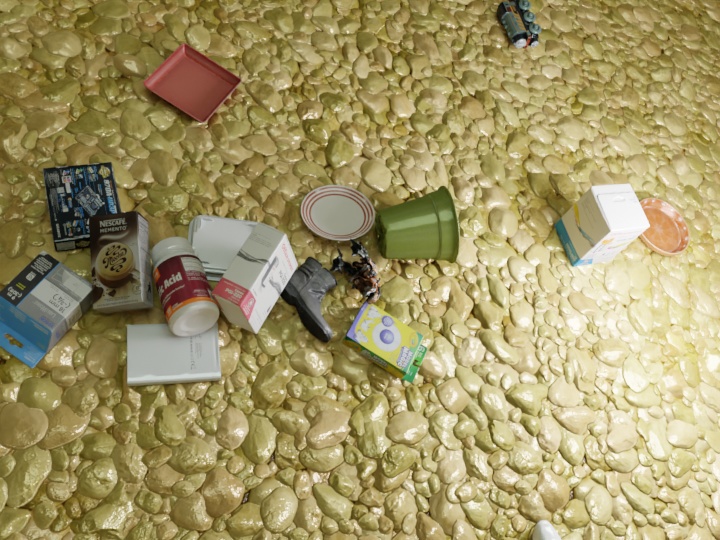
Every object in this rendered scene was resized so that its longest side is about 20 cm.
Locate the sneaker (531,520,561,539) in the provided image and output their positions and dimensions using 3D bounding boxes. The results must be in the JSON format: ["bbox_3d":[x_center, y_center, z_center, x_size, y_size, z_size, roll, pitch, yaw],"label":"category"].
[{"bbox_3d":[0.450,0.649,1.491,0.073,0.088,0.203,-16,67,-23],"label":"sneaker"}]

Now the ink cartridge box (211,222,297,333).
[{"bbox_3d":[-0.234,0.017,1.532,0.083,0.147,0.203,20,66,18],"label":"ink cartridge box"}]

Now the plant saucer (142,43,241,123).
[{"bbox_3d":[-0.455,-0.502,1.838,0.197,0.037,0.202,31,58,0],"label":"plant saucer"}]

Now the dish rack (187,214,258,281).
[{"bbox_3d":[-0.320,-0.057,1.639,0.195,0.044,0.175,6,62,-14],"label":"dish rack"}]

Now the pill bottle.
[{"bbox_3d":[-0.396,0.033,1.504,0.112,0.115,0.202,-14,59,-24],"label":"pill bottle"}]

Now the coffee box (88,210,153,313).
[{"bbox_3d":[-0.524,-0.017,1.480,0.110,0.080,0.205,-8,79,-1],"label":"coffee box"}]

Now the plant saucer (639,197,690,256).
[{"bbox_3d":[0.937,-0.134,2.115,0.195,0.032,0.205,8,60,-14],"label":"plant saucer"}]

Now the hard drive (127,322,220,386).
[{"bbox_3d":[-0.411,0.182,1.487,0.195,0.027,0.135,0,63,-19],"label":"hard drive"}]

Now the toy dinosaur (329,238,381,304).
[{"bbox_3d":[0.000,0.000,1.691,0.102,0.200,0.135,-47,120,5],"label":"toy dinosaur"}]

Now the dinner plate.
[{"bbox_3d":[-0.060,-0.148,1.768,0.195,0.025,0.203,5,48,-5],"label":"dinner plate"}]

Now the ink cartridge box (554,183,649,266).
[{"bbox_3d":[0.684,-0.129,1.925,0.144,0.201,0.148,-7,64,-21],"label":"ink cartridge box"}]

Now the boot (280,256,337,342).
[{"bbox_3d":[-0.100,0.063,1.631,0.131,0.070,0.201,-33,78,-29],"label":"boot"}]

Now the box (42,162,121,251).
[{"bbox_3d":[-0.645,-0.153,1.577,0.156,0.046,0.204,-10,66,-24],"label":"box"}]

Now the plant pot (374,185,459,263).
[{"bbox_3d":[0.138,-0.106,1.753,0.185,0.201,0.204,-9,64,-8],"label":"plant pot"}]

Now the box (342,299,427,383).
[{"bbox_3d":[0.066,0.175,1.642,0.198,0.049,0.118,32,57,-2],"label":"box"}]

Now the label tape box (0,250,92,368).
[{"bbox_3d":[-0.681,0.079,1.429,0.143,0.064,0.202,33,57,1],"label":"label tape box"}]

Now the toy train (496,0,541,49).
[{"bbox_3d":[0.550,-0.857,2.352,0.111,0.086,0.204,-11,68,-10],"label":"toy train"}]
